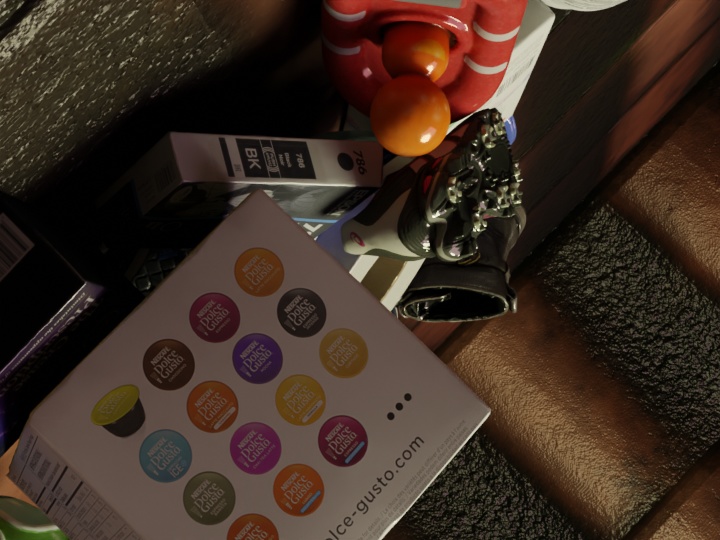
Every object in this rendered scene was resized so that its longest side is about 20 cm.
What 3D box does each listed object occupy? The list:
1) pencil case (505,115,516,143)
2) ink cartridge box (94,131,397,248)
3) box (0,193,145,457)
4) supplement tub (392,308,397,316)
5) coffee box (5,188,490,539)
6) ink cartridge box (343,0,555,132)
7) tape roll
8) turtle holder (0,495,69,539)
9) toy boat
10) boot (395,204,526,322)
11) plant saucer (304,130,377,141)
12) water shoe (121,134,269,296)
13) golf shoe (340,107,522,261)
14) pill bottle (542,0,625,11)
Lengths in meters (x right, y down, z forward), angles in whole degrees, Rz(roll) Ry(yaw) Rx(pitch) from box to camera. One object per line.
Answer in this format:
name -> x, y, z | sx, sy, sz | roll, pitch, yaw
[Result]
pencil case -> 0.059, -0.104, 1.573 | 0.200, 0.078, 0.087 | -39, 135, -31
ink cartridge box -> -0.062, -0.050, 1.093 | 0.199, 0.039, 0.099 | -3, 157, -40
box -> -0.234, 0.060, 0.998 | 0.200, 0.079, 0.141 | -46, 173, 2
supplement tub -> -0.033, 0.065, 1.554 | 0.140, 0.140, 0.200 | -47, -172, 9
coffee box -> -0.079, 0.108, 1.049 | 0.200, 0.198, 0.200 | -46, 180, -21
ink cartridge box -> 0.065, -0.149, 1.381 | 0.145, 0.087, 0.200 | -42, 168, -16
tape roll -> 0.000, 0.000, 1.262 | 0.203, 0.037, 0.203 | -51, 166, -17
turtle holder -> -0.286, 0.240, 1.357 | 0.141, 0.132, 0.185 | -51, 170, 25
toy boat -> 0.035, -0.135, 1.078 | 0.200, 0.130, 0.131 | 97, 1, -73
boot -> 0.059, -0.014, 1.571 | 0.174, 0.199, 0.070 | -65, 150, -54
plant saucer -> -0.042, -0.057, 1.317 | 0.200, 0.039, 0.201 | -20, 154, -10
water shoe -> -0.125, -0.024, 1.206 | 0.200, 0.071, 0.079 | -49, -162, 12
golf shoe -> 0.054, -0.060, 1.155 | 0.088, 0.078, 0.200 | -11, -168, 25
pill bottle -> 0.180, -0.254, 1.249 | 0.113, 0.113, 0.200 | -45, -172, -6
